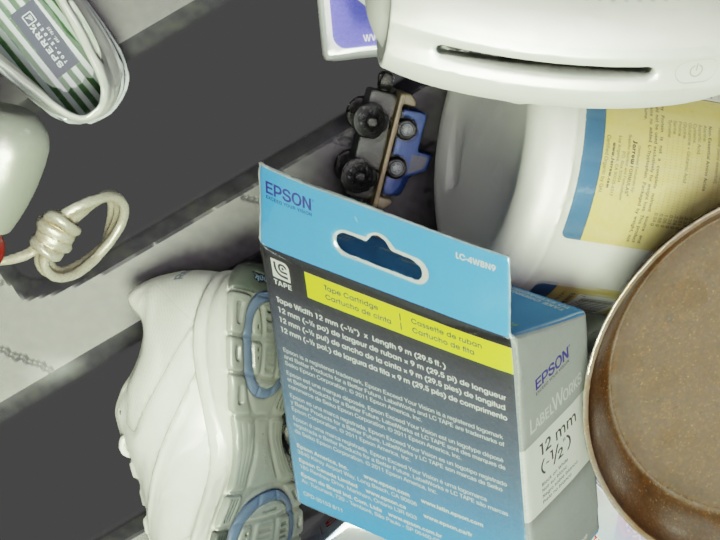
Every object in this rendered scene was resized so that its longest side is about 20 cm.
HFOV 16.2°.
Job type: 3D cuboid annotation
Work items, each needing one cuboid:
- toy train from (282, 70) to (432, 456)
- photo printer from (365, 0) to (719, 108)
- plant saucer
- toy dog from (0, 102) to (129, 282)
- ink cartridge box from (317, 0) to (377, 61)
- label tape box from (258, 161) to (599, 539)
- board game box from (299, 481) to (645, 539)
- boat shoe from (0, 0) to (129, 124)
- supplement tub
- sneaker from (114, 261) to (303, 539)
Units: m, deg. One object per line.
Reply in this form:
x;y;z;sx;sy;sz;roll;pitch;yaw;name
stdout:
0.000;0.000;1.265;0.046;0.034;0.200;11;99;-11;toy train
0.082;-0.146;1.124;0.166;0.200;0.070;5;130;-5;photo printer
0.195;0.046;1.160;0.200;0.035;0.201;-4;114;-10;plant saucer
-0.217;0.003;1.215;0.096;0.132;0.200;36;90;28;toy dog
0.069;-0.211;1.233;0.197;0.047;0.201;-5;99;-4;ink cartridge box
0.032;0.040;1.163;0.066;0.143;0.200;-40;137;-39;label tape box
0.063;0.186;1.298;0.199;0.041;0.200;-42;101;3;board game box
-0.182;-0.152;1.203;0.200;0.067;0.074;44;93;-11;boat shoe
0.149;-0.047;1.208;0.200;0.145;0.145;8;99;-18;supplement tub
-0.079;0.094;1.253;0.087;0.074;0.201;4;90;34;sneaker
